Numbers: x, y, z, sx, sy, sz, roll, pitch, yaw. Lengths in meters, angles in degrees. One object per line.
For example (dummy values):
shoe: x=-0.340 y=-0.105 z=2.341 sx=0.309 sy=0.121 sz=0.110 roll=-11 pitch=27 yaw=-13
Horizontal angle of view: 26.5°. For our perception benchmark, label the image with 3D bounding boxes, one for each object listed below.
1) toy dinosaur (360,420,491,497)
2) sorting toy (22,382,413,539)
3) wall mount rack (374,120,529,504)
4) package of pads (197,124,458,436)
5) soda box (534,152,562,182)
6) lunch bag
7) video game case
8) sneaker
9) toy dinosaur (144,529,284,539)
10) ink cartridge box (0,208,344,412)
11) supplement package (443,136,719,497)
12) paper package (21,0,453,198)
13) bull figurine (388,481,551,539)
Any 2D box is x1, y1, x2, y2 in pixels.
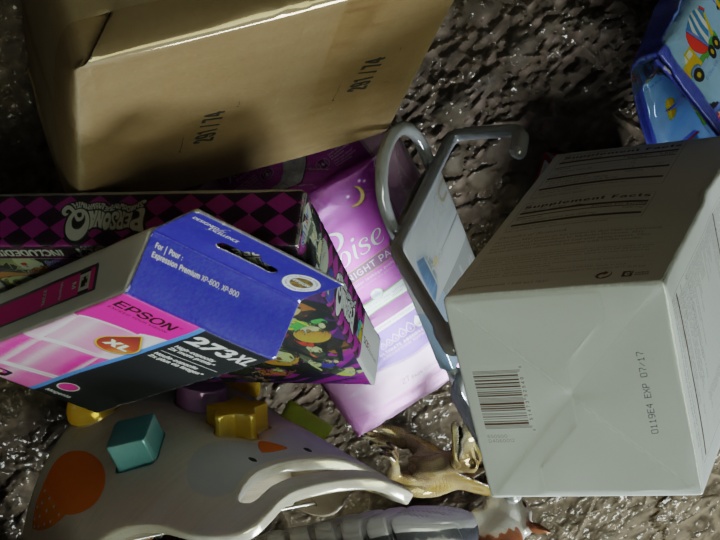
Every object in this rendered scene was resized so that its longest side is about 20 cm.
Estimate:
toy dinosaur: x=0.044 y=0.136 z=1.026 sx=0.100 sy=0.059 sz=0.200 roll=15 pitch=168 yaw=8
sorting toy: x=-0.068 y=0.120 z=0.890 sx=0.199 sy=0.179 sz=0.108 roll=-5 pitch=100 yaw=-38
wall mount rack: x=0.063 y=0.020 z=0.842 sx=0.074 sy=0.174 sz=0.201 roll=0 pitch=134 yaw=28
package of pads: x=0.000 y=0.000 z=0.927 sx=0.120 sy=0.076 sz=0.200 roll=-34 pitch=131 yaw=-3
soda box: x=0.132 y=0.024 z=1.011 sx=0.070 sy=0.064 sz=0.201 roll=2 pitch=123 yaw=-25
lunch bag: x=0.223 y=-0.115 z=0.907 sx=0.200 sy=0.094 sz=0.151 roll=53 pitch=55 yaw=-32
video game case: x=-0.103 y=0.013 z=0.817 sx=0.198 sy=0.036 sz=0.181 roll=0 pitch=155 yaw=13
sneaker: x=-0.015 y=0.209 z=0.928 sx=0.199 sy=0.113 sz=0.078 roll=-14 pitch=172 yaw=19
toy dinosaur: x=-0.119 y=0.224 z=1.040 sx=0.135 sy=0.103 sz=0.201 roll=-1 pitch=142 yaw=6
ink cartridge box: x=-0.110 y=0.026 z=0.764 sx=0.094 sy=0.037 sz=0.199 roll=27 pitch=146 yaw=-37
supplement package: x=0.135 y=0.018 z=0.791 sx=0.109 sy=0.200 sz=0.115 roll=-5 pitch=111 yaw=26
paper package: x=-0.063 y=-0.124 z=0.733 sx=0.189 sy=0.104 sz=0.200 roll=-16 pitch=166 yaw=-14
bull figurine: x=0.051 y=0.224 z=1.083 sx=0.121 sy=0.065 sz=0.201 roll=38 pitch=80 yaw=-38
